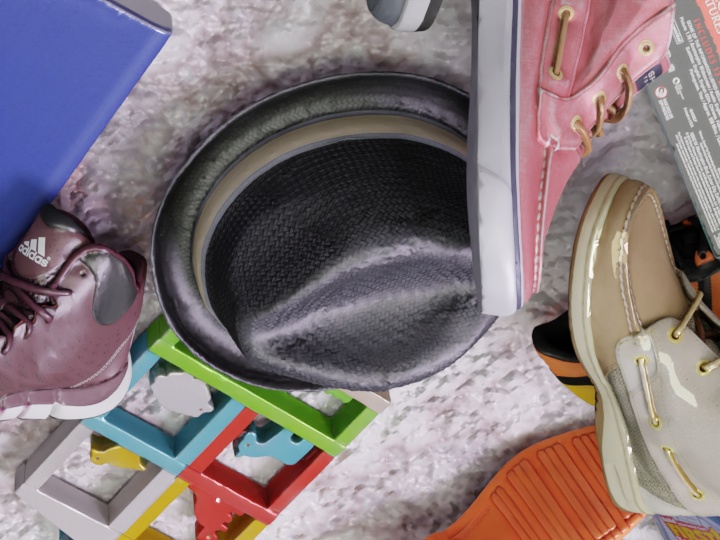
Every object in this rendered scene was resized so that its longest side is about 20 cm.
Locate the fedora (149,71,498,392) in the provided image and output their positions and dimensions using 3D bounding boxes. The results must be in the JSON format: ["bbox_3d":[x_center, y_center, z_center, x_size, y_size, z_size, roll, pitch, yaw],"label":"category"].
[{"bbox_3d":[0.000,0.000,1.019,0.200,0.092,0.201,-6,120,-10],"label":"fedora"}]

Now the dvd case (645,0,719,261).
[{"bbox_3d":[0.238,-0.107,1.001,0.200,0.022,0.146,-23,104,10],"label":"dvd case"}]

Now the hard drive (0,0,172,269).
[{"bbox_3d":[-0.199,-0.074,0.994,0.132,0.025,0.200,27,118,-24],"label":"hard drive"}]

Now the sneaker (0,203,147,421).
[{"bbox_3d":[-0.185,0.019,1.003,0.200,0.076,0.116,-11,132,-47],"label":"sneaker"}]

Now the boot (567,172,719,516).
[{"bbox_3d":[0.185,0.046,0.991,0.155,0.072,0.200,9,130,32],"label":"boot"}]

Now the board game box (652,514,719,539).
[{"bbox_3d":[0.241,0.159,1.121,0.062,0.200,0.200,-50,123,-19],"label":"board game box"}]

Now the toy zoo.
[{"bbox_3d":[-0.097,0.102,1.137,0.131,0.020,0.200,32,116,-26],"label":"toy zoo"}]

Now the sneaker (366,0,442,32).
[{"bbox_3d":[-0.021,-0.194,0.894,0.121,0.084,0.200,-5,118,-10],"label":"sneaker"}]

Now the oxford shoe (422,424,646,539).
[{"bbox_3d":[0.098,0.151,1.184,0.200,0.071,0.073,-32,156,7],"label":"oxford shoe"}]

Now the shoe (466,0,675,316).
[{"bbox_3d":[0.096,-0.079,0.950,0.091,0.071,0.200,1,85,-1],"label":"shoe"}]

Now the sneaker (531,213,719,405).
[{"bbox_3d":[0.175,0.001,1.070,0.090,0.070,0.200,30,119,-29],"label":"sneaker"}]
